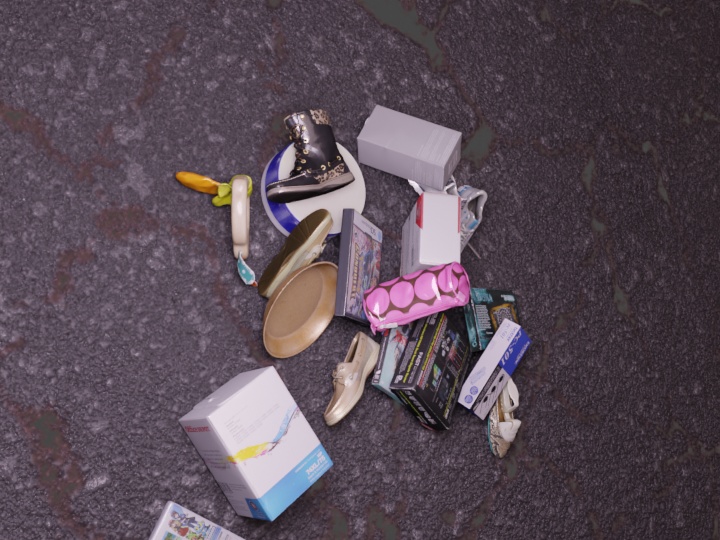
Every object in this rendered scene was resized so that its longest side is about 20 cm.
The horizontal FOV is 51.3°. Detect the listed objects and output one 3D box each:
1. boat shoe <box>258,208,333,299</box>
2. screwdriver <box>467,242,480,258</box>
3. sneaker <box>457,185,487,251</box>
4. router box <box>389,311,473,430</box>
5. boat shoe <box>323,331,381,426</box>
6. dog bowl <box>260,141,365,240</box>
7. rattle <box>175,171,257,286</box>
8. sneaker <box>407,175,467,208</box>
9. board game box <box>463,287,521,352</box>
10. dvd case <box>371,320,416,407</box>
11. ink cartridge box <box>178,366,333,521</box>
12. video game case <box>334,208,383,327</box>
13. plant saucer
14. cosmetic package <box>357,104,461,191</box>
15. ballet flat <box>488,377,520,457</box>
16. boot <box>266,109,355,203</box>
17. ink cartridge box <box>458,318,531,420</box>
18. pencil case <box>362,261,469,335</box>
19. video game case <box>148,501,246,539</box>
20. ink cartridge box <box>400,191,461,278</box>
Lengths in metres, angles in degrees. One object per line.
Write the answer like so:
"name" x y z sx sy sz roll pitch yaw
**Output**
"boat shoe" -0.109 -0.024 1.387 0.063 0.073 0.201 31 100 -31
"screwdriver" 0.208 -0.098 1.689 0.201 0.029 0.028 51 57 -20
"sneaker" 0.218 -0.093 1.632 0.074 0.086 0.202 23 85 -26
"router box" 0.147 0.197 1.514 0.150 0.062 0.201 52 48 -34
"boat shoe" -0.026 0.205 1.434 0.065 0.072 0.201 41 54 -12
"dog bowl" -0.091 -0.158 1.472 0.198 0.079 0.203 8 74 -31
"rattle" -0.256 -0.070 1.353 0.141 0.130 0.203 -2 106 -22
"sneaker" 0.156 -0.200 1.615 0.076 0.081 0.201 -19 69 -44
"board game box" 0.293 0.108 1.649 0.199 0.028 0.137 6 72 -50
"dvd case" 0.087 0.157 1.510 0.146 0.022 0.202 41 54 -47
"ink cartridge box" -0.178 0.289 1.265 0.146 0.146 0.201 -36 99 -33
"video game case" 0.000 0.000 1.451 0.181 0.025 0.203 30 63 -68
"plant saucer" -0.113 0.065 1.372 0.035 0.202 0.199 33 50 29
"cosmetic package" 0.100 -0.255 1.559 0.198 0.091 0.107 22 61 18
"ballet flat" 0.310 0.301 1.620 0.067 0.075 0.203 7 74 -40
"boot" -0.108 -0.211 1.382 0.199 0.073 0.152 -18 89 -38
"ink cartridge box" 0.281 0.208 1.579 0.201 0.044 0.094 -57 144 -6
"pencil case" 0.105 0.054 1.402 0.091 0.198 0.094 55 26 -29
"video game case" -0.282 0.509 1.220 0.182 0.022 0.202 36 63 -21
"ink cartridge box" 0.138 -0.051 1.512 0.083 0.200 0.146 5 74 -7
